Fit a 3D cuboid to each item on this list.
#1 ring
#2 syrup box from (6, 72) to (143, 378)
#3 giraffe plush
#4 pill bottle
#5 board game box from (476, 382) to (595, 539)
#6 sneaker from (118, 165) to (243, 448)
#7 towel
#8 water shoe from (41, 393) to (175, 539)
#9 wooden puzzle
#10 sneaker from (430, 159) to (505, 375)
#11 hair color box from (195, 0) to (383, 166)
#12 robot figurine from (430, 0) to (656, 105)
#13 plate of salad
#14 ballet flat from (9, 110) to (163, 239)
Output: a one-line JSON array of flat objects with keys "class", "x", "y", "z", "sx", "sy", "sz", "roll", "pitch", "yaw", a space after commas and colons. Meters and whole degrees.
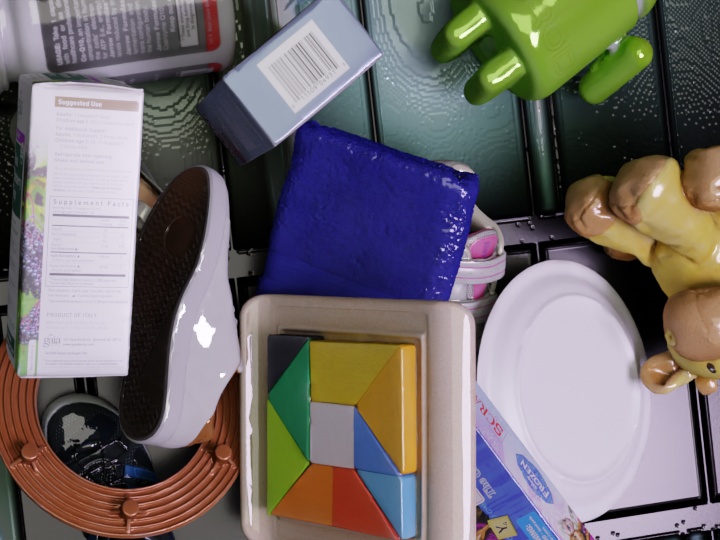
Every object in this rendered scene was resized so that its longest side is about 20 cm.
[{"class": "ring", "x": -0.173, "y": 0.096, "z": 1.138, "sx": 0.198, "sy": 0.019, "sz": 0.203, "roll": 8, "pitch": 64, "yaw": -16}, {"class": "syrup box", "x": -0.200, "y": -0.033, "z": 1.075, "sx": 0.080, "sy": 0.079, "sz": 0.203, "roll": 0, "pitch": 101, "yaw": -20}, {"class": "giraffe plush", "x": 0.263, "y": 0.009, "z": 1.187, "sx": 0.198, "sy": 0.172, "sz": 0.164, "roll": 8, "pitch": 73, "yaw": -41}, {"class": "pill bottle", "x": -0.197, "y": -0.190, "z": 1.128, "sx": 0.197, "sy": 0.114, "sz": 0.115, "roll": -10, "pitch": 91, "yaw": -11}, {"class": "board game box", "x": 0.042, "y": 0.178, "z": 1.148, "sx": 0.199, "sy": 0.041, "sz": 0.201, "roll": -34, "pitch": 96, "yaw": 33}, {"class": "sneaker", "x": -0.121, "y": 0.028, "z": 1.121, "sx": 0.084, "sy": 0.072, "sz": 0.203, "roll": 16, "pitch": 83, "yaw": -51}, {"class": "towel", "x": 0.000, "y": 0.000, "z": 1.150, "sx": 0.146, "sy": 0.050, "sz": 0.202, "roll": 19, "pitch": 112, "yaw": 12}, {"class": "water shoe", "x": -0.173, "y": 0.183, "z": 1.147, "sx": 0.071, "sy": 0.079, "sz": 0.202, "roll": -27, "pitch": 95, "yaw": -10}, {"class": "wooden puzzle", "x": -0.010, "y": 0.112, "z": 1.088, "sx": 0.037, "sy": 0.198, "sz": 0.188, "roll": -2, "pitch": 92, "yaw": -53}, {"class": "sneaker", "x": 0.069, "y": 0.006, "z": 1.178, "sx": 0.081, "sy": 0.088, "sz": 0.202, "roll": -24, "pitch": 96, "yaw": -47}, {"class": "hair color box", "x": -0.056, "y": -0.135, "z": 1.111, "sx": 0.099, "sy": 0.200, "sz": 0.061, "roll": -40, "pitch": 97, "yaw": -9}, {"class": "robot figurine", "x": 0.150, "y": -0.213, "z": 1.195, "sx": 0.199, "sy": 0.116, "sz": 0.176, "roll": -39, "pitch": 88, "yaw": -9}, {"class": "plate of salad", "x": 0.154, "y": 0.093, "z": 1.198, "sx": 0.198, "sy": 0.048, "sz": 0.203, "roll": 8, "pitch": 78, "yaw": -40}, {"class": "ballet flat", "x": -0.178, "y": -0.057, "z": 1.156, "sx": 0.200, "sy": 0.064, "sz": 0.068, "roll": 44, "pitch": 78, "yaw": -7}]
